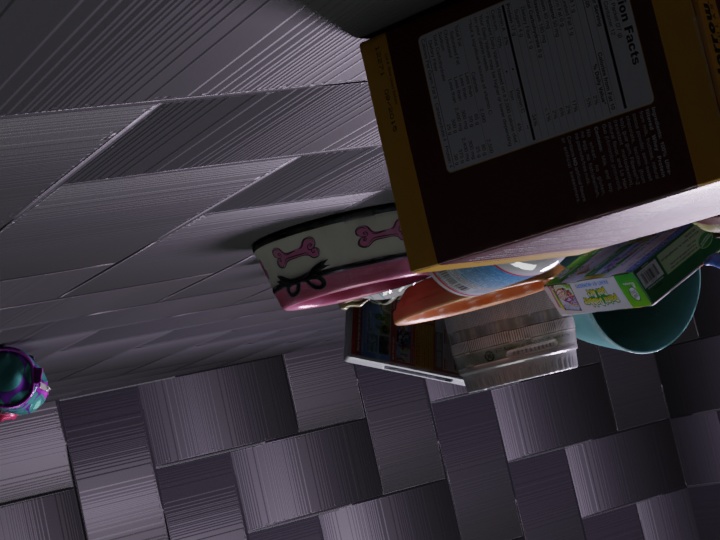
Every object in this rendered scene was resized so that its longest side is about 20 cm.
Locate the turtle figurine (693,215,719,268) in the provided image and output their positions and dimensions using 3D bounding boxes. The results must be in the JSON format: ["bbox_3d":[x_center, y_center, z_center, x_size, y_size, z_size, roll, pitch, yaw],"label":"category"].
[{"bbox_3d":[0.280,-0.116,1.249,0.143,0.202,0.194,9,163,25],"label":"turtle figurine"}]

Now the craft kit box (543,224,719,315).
[{"bbox_3d":[0.307,-0.031,1.545,0.199,0.049,0.197,-36,-170,-17],"label":"craft kit box"}]

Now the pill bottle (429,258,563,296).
[{"bbox_3d":[0.142,-0.042,1.474,0.108,0.110,0.200,-11,175,-23],"label":"pill bottle"}]

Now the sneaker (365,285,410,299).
[{"bbox_3d":[0.000,0.000,1.774,0.198,0.071,0.080,-11,172,-16],"label":"sneaker"}]

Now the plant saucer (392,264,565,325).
[{"bbox_3d":[0.129,0.018,1.676,0.198,0.038,0.200,-14,174,-2],"label":"plant saucer"}]

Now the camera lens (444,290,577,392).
[{"bbox_3d":[0.181,0.040,1.911,0.158,0.202,0.160,-13,174,-1],"label":"camera lens"}]

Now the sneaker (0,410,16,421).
[{"bbox_3d":[-0.605,0.215,2.472,0.080,0.075,0.200,-10,175,-25],"label":"sneaker"}]

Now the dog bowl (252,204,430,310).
[{"bbox_3d":[-0.011,-0.011,1.609,0.198,0.074,0.200,-14,174,-1],"label":"dog bowl"}]

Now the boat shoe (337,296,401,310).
[{"bbox_3d":[0.028,0.010,1.931,0.074,0.069,0.199,-18,173,43],"label":"boat shoe"}]

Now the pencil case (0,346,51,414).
[{"bbox_3d":[-0.475,0.152,2.083,0.091,0.086,0.200,4,173,-7],"label":"pencil case"}]

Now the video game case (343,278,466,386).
[{"bbox_3d":[0.076,0.072,1.986,0.198,0.144,0.017,13,146,-15],"label":"video game case"}]

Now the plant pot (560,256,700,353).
[{"bbox_3d":[0.328,0.009,2.041,0.199,0.203,0.161,-10,-176,-30],"label":"plant pot"}]

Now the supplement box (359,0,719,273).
[{"bbox_3d":[0.146,-0.091,0.851,0.199,0.134,0.196,-17,173,37],"label":"supplement box"}]
